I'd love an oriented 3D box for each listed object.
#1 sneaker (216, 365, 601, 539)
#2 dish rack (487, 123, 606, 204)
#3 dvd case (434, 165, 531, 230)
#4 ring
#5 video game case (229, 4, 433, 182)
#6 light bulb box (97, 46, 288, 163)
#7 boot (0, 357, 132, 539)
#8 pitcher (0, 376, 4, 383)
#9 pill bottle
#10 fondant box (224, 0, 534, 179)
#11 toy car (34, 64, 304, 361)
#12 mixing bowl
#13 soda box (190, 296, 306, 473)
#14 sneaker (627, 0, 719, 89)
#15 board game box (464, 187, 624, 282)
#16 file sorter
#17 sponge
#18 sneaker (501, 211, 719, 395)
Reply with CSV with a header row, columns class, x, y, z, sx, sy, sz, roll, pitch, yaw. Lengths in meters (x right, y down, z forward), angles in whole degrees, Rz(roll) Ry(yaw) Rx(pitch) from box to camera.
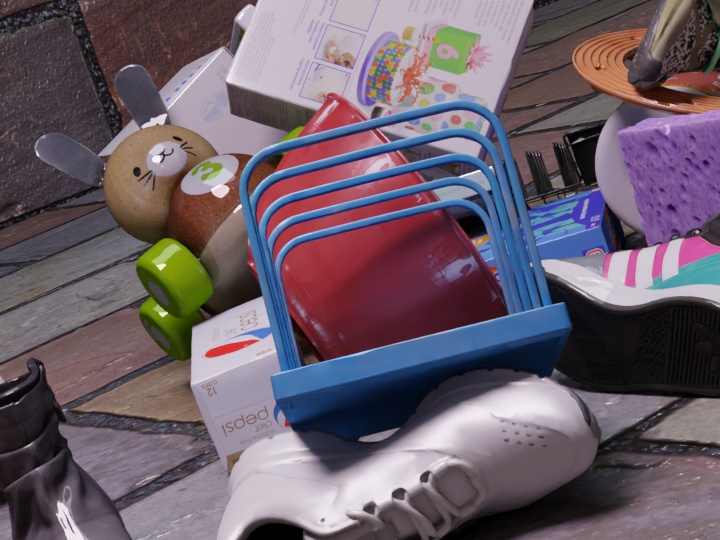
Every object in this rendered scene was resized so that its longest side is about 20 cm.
class,x,y,z,sx,sy,sz,roll,pitch,yaw
sneaker,0.020,0.108,0.831,0.200,0.075,0.087,-22,20,24
dish rack,0.121,-0.071,1.518,0.200,0.055,0.153,-18,0,12
dvd case,0.056,-0.032,1.379,0.146,0.022,0.200,-17,-14,11
ring,0.244,-0.130,1.217,0.200,0.019,0.200,2,24,-1
video game case,-0.029,-0.123,1.477,0.023,0.200,0.182,-48,-2,-12
light bulb box,-0.103,-0.074,1.508,0.125,0.198,0.200,-48,13,-8
boot,-0.155,0.116,0.884,0.070,0.132,0.200,-22,10,-17
pitcher,-0.338,0.137,1.215,0.200,0.121,0.172,-37,1,-24
pill bottle,0.249,-0.100,1.325,0.112,0.112,0.200,-15,12,24
fondant box,0.015,-0.161,1.347,0.200,0.144,0.058,17,-22,9
toy car,-0.139,-0.066,1.328,0.164,0.200,0.158,-42,-15,-21
mixing bowl,0.000,0.000,1.109,0.108,0.200,0.200,-37,12,-6
soda box,-0.070,0.069,1.170,0.068,0.064,0.200,-21,10,-2
sneaker,0.251,-0.159,1.187,0.089,0.077,0.200,35,40,21
board game box,0.088,0.000,1.288,0.200,0.045,0.152,-18,10,13
file sorter,0.018,0.008,0.909,0.139,0.123,0.200,-14,-12,-1
sponge,0.237,-0.042,1.044,0.030,0.112,0.200,-23,11,-30
sneaker,0.178,0.005,0.976,0.121,0.084,0.200,-31,22,-30
